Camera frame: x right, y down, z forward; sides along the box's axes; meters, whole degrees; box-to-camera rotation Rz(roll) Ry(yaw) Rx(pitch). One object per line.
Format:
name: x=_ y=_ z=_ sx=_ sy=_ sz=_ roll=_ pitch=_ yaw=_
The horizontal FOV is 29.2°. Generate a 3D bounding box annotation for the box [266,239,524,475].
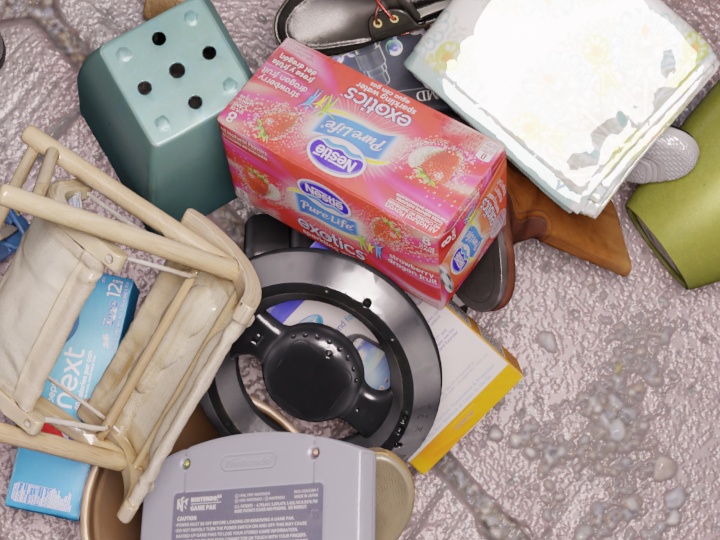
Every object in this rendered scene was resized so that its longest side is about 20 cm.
box: x=0.019 y=0.056 z=1.099 sx=0.200 sy=0.042 sz=0.119 roll=42 pitch=103 yaw=-13

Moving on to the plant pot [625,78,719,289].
plant pot: x=0.336 y=-0.079 z=1.196 sx=0.199 sy=0.187 sz=0.188 roll=-37 pitch=86 yaw=5

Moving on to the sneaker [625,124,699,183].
sneaker: x=0.216 y=-0.148 z=1.194 sx=0.199 sy=0.076 sz=0.114 roll=18 pitch=67 yaw=40

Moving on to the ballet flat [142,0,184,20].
ballet flat: x=-0.181 y=-0.313 z=1.230 sx=0.072 sy=0.068 sz=0.202 roll=-8 pitch=86 yaw=12

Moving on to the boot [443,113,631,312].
boot: x=0.147 y=-0.025 z=1.147 sx=0.199 sy=0.068 sz=0.189 roll=21 pitch=37 yaw=-35

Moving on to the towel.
towel: x=0.159 y=-0.163 z=1.091 sx=0.200 sy=0.048 sz=0.171 roll=40 pitch=99 yaw=-2

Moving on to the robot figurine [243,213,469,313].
robot figurine: x=0.000 y=0.000 z=1.160 sx=0.198 sy=0.150 sz=0.126 roll=3 pitch=68 yaw=-5

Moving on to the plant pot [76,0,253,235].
plant pot: x=-0.145 y=-0.134 z=1.129 sx=0.141 sy=0.200 sz=0.142 roll=-30 pitch=85 yaw=-10

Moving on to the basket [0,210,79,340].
basket: x=-0.337 y=0.002 z=1.114 sx=0.175 sy=0.139 sz=0.201 roll=-28 pitch=78 yaw=6

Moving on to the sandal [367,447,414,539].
sandal: x=-0.035 y=0.219 z=1.042 sx=0.200 sy=0.054 sz=0.080 roll=-40 pitch=107 yaw=4

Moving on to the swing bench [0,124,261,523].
swing bench: x=-0.201 y=0.040 z=1.006 sx=0.199 sy=0.130 sz=0.200 roll=27 pitch=110 yaw=-16

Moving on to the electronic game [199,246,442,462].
electronic game: x=-0.036 y=0.076 z=1.050 sx=0.198 sy=0.042 sz=0.202 roll=5 pitch=114 yaw=11

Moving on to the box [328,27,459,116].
box: x=0.028 y=-0.220 z=1.207 sx=0.147 sy=0.107 sz=0.202 roll=-9 pitch=83 yaw=-8

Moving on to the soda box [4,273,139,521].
soda box: x=-0.238 y=0.102 z=1.150 sx=0.063 sy=0.068 sz=0.202 roll=13 pitch=80 yaw=-3

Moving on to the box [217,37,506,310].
box: x=0.002 y=-0.072 z=1.019 sx=0.199 sy=0.100 sz=0.096 roll=30 pitch=65 yaw=21

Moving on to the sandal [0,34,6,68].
sandal: x=-0.402 y=-0.163 z=1.187 sx=0.199 sy=0.043 sz=0.076 roll=-35 pitch=86 yaw=-10

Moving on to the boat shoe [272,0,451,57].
boat shoe: x=0.024 y=-0.226 z=1.118 sx=0.200 sy=0.063 sz=0.074 roll=-21 pitch=102 yaw=-7

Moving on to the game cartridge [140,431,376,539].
game cartridge: x=-0.077 y=0.188 z=1.022 sx=0.198 sy=0.041 sz=0.135 roll=-9 pitch=74 yaw=29

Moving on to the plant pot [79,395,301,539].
plant pot: x=-0.127 y=0.201 z=1.134 sx=0.199 sy=0.093 sz=0.203 roll=1 pitch=80 yaw=-6
